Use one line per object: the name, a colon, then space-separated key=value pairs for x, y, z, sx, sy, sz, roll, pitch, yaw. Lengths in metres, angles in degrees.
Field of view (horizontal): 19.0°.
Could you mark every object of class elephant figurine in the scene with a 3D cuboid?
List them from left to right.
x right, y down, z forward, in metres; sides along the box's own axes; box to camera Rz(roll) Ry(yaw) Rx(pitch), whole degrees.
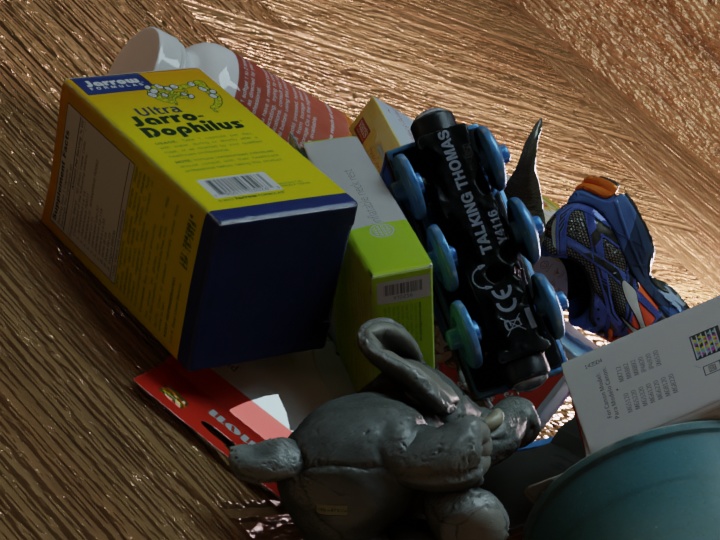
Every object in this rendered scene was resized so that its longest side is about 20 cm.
elephant figurine: x=0.023 y=0.102 z=1.304 sx=0.200 sy=0.141 sz=0.155 roll=-83 pitch=151 yaw=-62

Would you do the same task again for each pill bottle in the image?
pill bottle: x=-0.103 y=-0.112 z=1.711 sx=0.200 sy=0.112 sz=0.112 roll=28 pitch=18 yaw=-30

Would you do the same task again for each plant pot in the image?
plant pot: x=0.210 y=0.226 z=1.290 sx=0.200 sy=0.200 sz=0.188 roll=26 pitch=37 yaw=-33

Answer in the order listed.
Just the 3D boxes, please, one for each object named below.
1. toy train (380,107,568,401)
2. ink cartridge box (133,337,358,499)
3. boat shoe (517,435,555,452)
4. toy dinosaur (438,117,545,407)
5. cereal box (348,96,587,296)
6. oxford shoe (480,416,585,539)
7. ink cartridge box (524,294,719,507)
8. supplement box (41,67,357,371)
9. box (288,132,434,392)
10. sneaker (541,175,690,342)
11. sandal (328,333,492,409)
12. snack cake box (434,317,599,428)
toy train: x=0.077 y=-0.008 z=1.437 sx=0.114 sy=0.087 sz=0.200 roll=102 pitch=-31 yaw=-76
ink cartridge box: x=-0.045 y=0.085 z=1.391 sx=0.160 sy=0.047 sz=0.200 roll=38 pitch=14 yaw=6
boat shoe: x=0.136 y=0.159 z=1.541 sx=0.200 sy=0.084 sz=0.069 roll=-8 pitch=72 yaw=-42
toy dinosaur: x=0.088 y=-0.013 z=1.545 sx=0.102 sy=0.200 sz=0.077 roll=29 pitch=-11 yaw=-27
cereal box: x=0.092 y=-0.047 z=1.648 sx=0.200 sy=0.040 sz=0.144 roll=27 pitch=20 yaw=-28
oxford shoe: x=0.119 y=0.158 z=1.434 sx=0.200 sy=0.071 sz=0.071 roll=-20 pitch=39 yaw=-34
ink cartridge box: x=0.212 y=0.124 z=1.381 sx=0.200 sy=0.175 sz=0.084 roll=51 pitch=21 yaw=-44
supplement box: x=-0.108 y=-0.038 z=1.396 sx=0.109 sy=0.109 sz=0.200 roll=-9 pitch=36 yaw=-36
box: x=0.000 y=0.000 z=1.432 sx=0.048 sy=0.122 sz=0.200 roll=-10 pitch=34 yaw=-12
sneaker: x=0.192 y=0.030 z=1.599 sx=0.200 sy=0.078 sz=0.075 roll=60 pitch=-14 yaw=-12
sandal: x=0.027 y=0.062 z=1.519 sx=0.200 sy=0.054 sz=0.080 roll=27 pitch=-18 yaw=34
snack cake box: x=0.068 y=0.044 z=1.626 sx=0.200 sy=0.115 sz=0.067 roll=41 pitch=16 yaw=13
